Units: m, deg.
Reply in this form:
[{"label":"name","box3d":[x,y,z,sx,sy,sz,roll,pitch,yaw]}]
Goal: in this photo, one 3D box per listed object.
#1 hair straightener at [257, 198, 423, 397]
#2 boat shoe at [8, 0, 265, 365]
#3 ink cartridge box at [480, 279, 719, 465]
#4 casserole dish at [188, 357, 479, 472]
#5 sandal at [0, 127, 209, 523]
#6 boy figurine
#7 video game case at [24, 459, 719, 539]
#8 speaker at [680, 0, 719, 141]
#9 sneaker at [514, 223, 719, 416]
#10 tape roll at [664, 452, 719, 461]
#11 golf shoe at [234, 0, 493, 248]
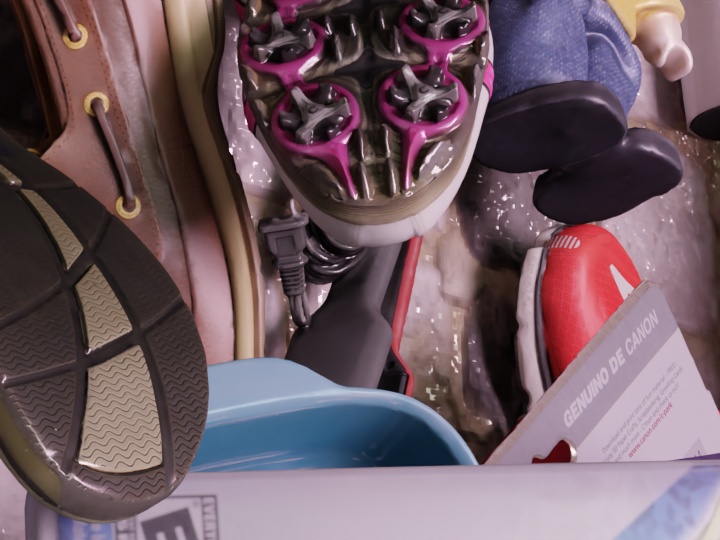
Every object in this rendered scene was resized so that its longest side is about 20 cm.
[{"label":"hair straightener","box3d":[0.000,0.000,0.801,0.077,0.041,0.201,63,36,-43]},{"label":"boat shoe","box3d":[-0.071,-0.023,0.733,0.067,0.072,0.202,-9,94,-16]},{"label":"ink cartridge box","box3d":[0.053,0.127,0.800,0.200,0.083,0.177,-43,114,-47]},{"label":"casserole dish","box3d":[-0.013,0.122,0.625,0.120,0.039,0.202,-10,75,-18]},{"label":"sandal","box3d":[-0.106,-0.003,0.628,0.079,0.058,0.201,8,29,-48]},{"label":"boy figurine","box3d":[0.081,-0.115,0.905,0.124,0.064,0.201,38,47,-37]},{"label":"video game case","box3d":[0.016,0.144,0.591,0.181,0.022,0.202,0,72,-13]},{"label":"speaker","box3d":[0.157,-0.155,1.018,0.081,0.081,0.202,7,73,-48]},{"label":"sneaker","box3d":[0.123,0.066,0.904,0.077,0.085,0.201,-44,111,-47]},{"label":"tape roll","box3d":[0.102,0.153,0.720,0.199,0.085,0.202,16,69,-47]},{"label":"golf shoe","box3d":[0.000,-0.061,0.746,0.201,0.072,0.093,-101,-177,-53]}]
